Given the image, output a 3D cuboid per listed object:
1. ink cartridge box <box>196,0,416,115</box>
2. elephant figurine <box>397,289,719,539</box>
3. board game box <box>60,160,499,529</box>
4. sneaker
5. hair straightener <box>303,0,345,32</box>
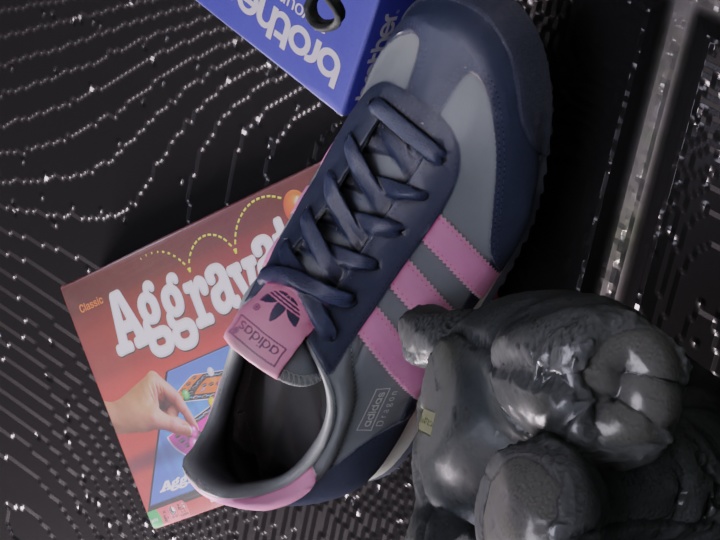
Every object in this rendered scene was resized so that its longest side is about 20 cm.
[{"bbox_3d":[-0.047,-0.148,0.892,0.200,0.044,0.094,39,129,28],"label":"ink cartridge box"},{"bbox_3d":[0.119,0.081,0.765,0.142,0.200,0.155,135,144,-64],"label":"elephant figurine"},{"bbox_3d":[-0.029,0.024,0.948,0.200,0.019,0.103,-24,86,45],"label":"board game box"},{"bbox_3d":[0.000,0.000,0.843,0.070,0.082,0.200,37,125,29],"label":"sneaker"},{"bbox_3d":[-0.002,-0.148,0.619,0.041,0.077,0.200,29,122,32],"label":"hair straightener"}]
